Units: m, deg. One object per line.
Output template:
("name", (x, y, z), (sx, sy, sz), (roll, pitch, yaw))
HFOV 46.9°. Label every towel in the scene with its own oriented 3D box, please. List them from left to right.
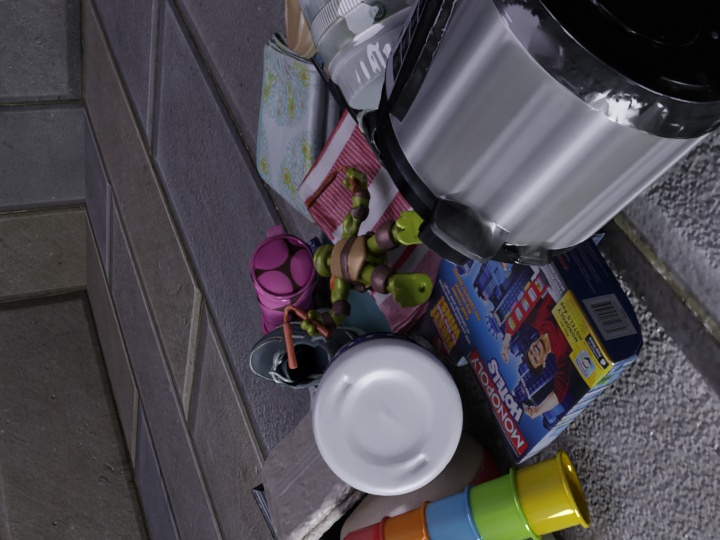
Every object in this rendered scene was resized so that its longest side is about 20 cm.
("towel", (-0.081, -0.179, 1.035), (0.171, 0.048, 0.203), (-135, 43, -53))
("towel", (-0.029, 0.201, 0.898), (0.200, 0.034, 0.133), (-46, 36, 15))
("towel", (0.021, -0.056, 0.796), (0.201, 0.023, 0.145), (54, 129, 22))

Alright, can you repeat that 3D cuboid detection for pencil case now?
("pencil case", (-0.090, 0.029, 1.029), (0.201, 0.090, 0.095), (99, 149, -64))

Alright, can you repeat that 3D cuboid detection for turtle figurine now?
("turtle figurine", (0.000, 0.000, 0.757), (0.160, 0.064, 0.203), (2, 73, 54))

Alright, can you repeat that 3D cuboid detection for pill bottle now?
("pill bottle", (0.020, 0.115, 0.729), (0.200, 0.118, 0.122), (106, 155, -88))

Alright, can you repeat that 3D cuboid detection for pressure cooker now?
("pressure cooker", (0.104, -0.101, 0.503), (0.200, 0.174, 0.180), (-51, 56, 53))

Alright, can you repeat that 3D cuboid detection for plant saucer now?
("plant saucer", (0.013, -0.014, 0.898), (0.200, 0.036, 0.203), (30, 124, 59))

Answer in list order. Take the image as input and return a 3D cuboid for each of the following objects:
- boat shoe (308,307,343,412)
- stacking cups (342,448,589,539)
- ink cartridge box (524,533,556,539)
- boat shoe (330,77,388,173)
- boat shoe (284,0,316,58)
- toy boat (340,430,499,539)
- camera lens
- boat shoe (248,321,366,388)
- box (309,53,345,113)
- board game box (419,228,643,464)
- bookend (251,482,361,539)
("boat shoe", (-0.029, 0.149, 0.994), (0.086, 0.074, 0.205), (42, 137, 54))
("stacking cups", (0.076, 0.198, 0.655), (0.061, 0.198, 0.061), (56, -159, -35))
("ink cartridge box", (0.126, 0.343, 0.639), (0.201, 0.143, 0.147), (58, 146, 41))
("boat shoe", (0.030, -0.133, 0.728), (0.072, 0.067, 0.201), (-49, 62, 26))
("boat shoe", (-0.068, -0.317, 0.831), (0.071, 0.064, 0.203), (31, 124, 57))
("toy boat", (0.073, 0.243, 0.784), (0.131, 0.130, 0.200), (43, 146, 7))
("camera lens", (0.020, -0.248, 0.643), (0.160, 0.158, 0.202), (-25, 86, 64))
("boat shoe", (-0.073, 0.097, 0.935), (0.198, 0.061, 0.074), (-9, 91, 46))
("box", (-0.004, -0.264, 0.844), (0.201, 0.049, 0.162), (62, 145, 34))
("board game box", (0.122, 0.034, 0.653), (0.201, 0.061, 0.202), (114, 140, -51))
("bookend", (-0.021, 0.313, 0.956), (0.201, 0.091, 0.200), (63, 152, 7))
